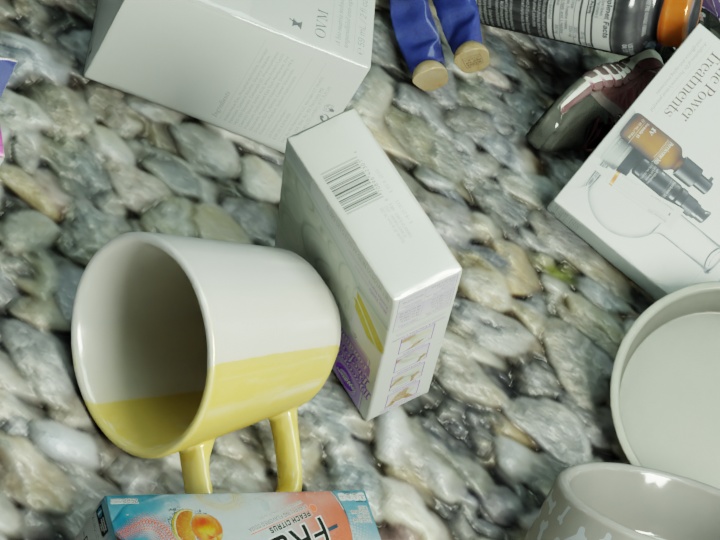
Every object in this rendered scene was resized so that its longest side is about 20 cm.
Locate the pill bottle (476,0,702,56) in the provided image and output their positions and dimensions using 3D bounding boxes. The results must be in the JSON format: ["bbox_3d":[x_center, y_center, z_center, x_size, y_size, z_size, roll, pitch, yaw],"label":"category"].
[{"bbox_3d":[0.200,-0.249,1.880,0.199,0.107,0.106,15,40,16],"label":"pill bottle"}]

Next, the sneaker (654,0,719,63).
[{"bbox_3d":[0.320,-0.190,1.997,0.087,0.076,0.201,-8,53,-19],"label":"sneaker"}]

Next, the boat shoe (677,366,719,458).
[{"bbox_3d":[0.327,0.092,1.745,0.200,0.066,0.072,-40,82,-25],"label":"boat shoe"}]

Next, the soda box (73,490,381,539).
[{"bbox_3d":[-0.083,0.188,1.396,0.199,0.068,0.064,2,52,-33],"label":"soda box"}]

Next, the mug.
[{"bbox_3d":[-0.099,0.062,1.476,0.149,0.188,0.153,25,21,40],"label":"mug"}]

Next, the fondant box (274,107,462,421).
[{"bbox_3d":[0.000,0.000,1.517,0.058,0.200,0.145,-26,68,-17],"label":"fondant box"}]

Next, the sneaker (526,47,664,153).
[{"bbox_3d":[0.238,-0.122,1.870,0.116,0.076,0.200,50,44,10],"label":"sneaker"}]

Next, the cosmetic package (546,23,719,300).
[{"bbox_3d":[0.277,-0.082,1.796,0.151,0.052,0.200,39,82,2],"label":"cosmetic package"}]

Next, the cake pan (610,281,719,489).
[{"bbox_3d":[0.288,0.108,1.673,0.199,0.037,0.201,3,71,-8],"label":"cake pan"}]

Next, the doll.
[{"bbox_3d":[0.058,-0.261,1.848,0.048,0.136,0.201,35,35,-64],"label":"doll"}]

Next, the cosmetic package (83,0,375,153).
[{"bbox_3d":[-0.099,-0.224,1.711,0.199,0.123,0.200,19,45,-16],"label":"cosmetic package"}]

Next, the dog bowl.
[{"bbox_3d":[0.218,0.195,1.523,0.199,0.059,0.200,14,14,-3],"label":"dog bowl"}]

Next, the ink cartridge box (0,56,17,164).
[{"bbox_3d":[-0.333,-0.059,1.359,0.196,0.200,0.043,0,53,-32],"label":"ink cartridge box"}]
